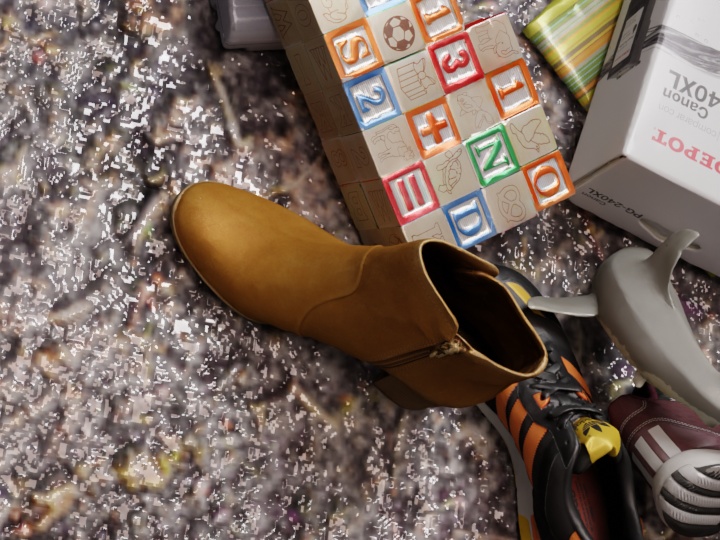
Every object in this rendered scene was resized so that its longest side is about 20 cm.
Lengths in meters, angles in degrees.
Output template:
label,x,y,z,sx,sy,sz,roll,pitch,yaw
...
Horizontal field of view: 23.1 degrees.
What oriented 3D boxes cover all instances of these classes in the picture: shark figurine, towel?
label,x,y,z,sx,sy,sz,roll,pitch,yaw
shark figurine,0.185,0.028,0.981,0.128,0.090,0.215,9,28,-35
towel,0.190,-0.098,1.124,0.086,0.018,0.200,-38,92,-23

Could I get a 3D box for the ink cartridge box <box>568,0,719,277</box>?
label,x,y,z,sx,sy,sz,roll,pitch,yaw
ink cartridge box,0.228,-0.113,1.086,0.145,0.083,0.201,25,70,-14

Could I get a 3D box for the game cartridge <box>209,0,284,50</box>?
label,x,y,z,sx,sy,sz,roll,pitch,yaw
game cartridge,-0.037,-0.232,1.055,0.133,0.040,0.201,-6,78,-28

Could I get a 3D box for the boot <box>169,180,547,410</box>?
label,x,y,z,sx,sy,sz,roll,pitch,yaw
boot,0.000,0.001,0.944,0.201,0.144,0.071,37,64,-9

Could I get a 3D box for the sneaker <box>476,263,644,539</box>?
label,x,y,z,sx,sy,sz,roll,pitch,yaw
sneaker,0.116,0.084,0.999,0.070,0.090,0.201,-14,81,-25

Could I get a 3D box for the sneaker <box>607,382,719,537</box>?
label,x,y,z,sx,sy,sz,roll,pitch,yaw
sneaker,0.222,0.101,1.051,0.200,0.076,0.116,16,28,-45

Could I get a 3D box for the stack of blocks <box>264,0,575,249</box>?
label,x,y,z,sx,sy,sz,roll,pitch,yaw
stack of blocks,0.030,-0.111,1.010,0.115,0.059,0.200,-26,99,-23
